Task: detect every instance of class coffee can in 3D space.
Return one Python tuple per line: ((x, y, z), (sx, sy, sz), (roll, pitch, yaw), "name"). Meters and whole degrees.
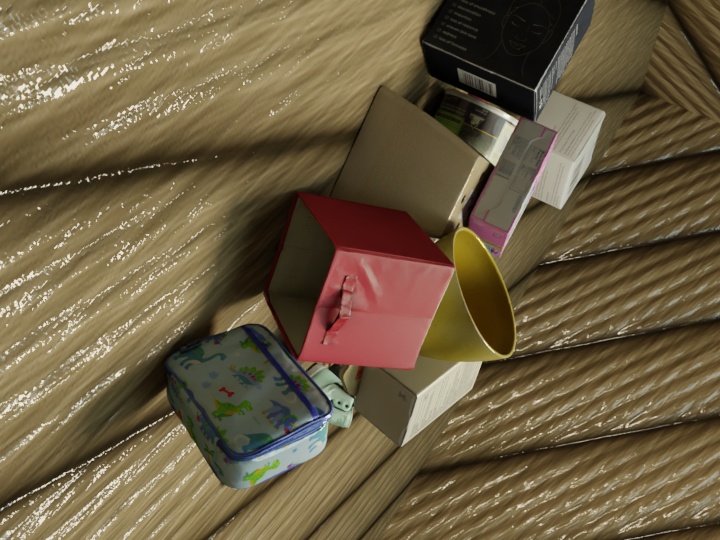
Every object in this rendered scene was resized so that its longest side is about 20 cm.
((0.174, -0.200, 1.547), (0.200, 0.146, 0.146), (-65, 162, 7), "coffee can")

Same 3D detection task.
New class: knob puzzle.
((0.027, 0.124, 1.413), (0.220, 0.030, 0.220), (-40, 150, -28), "knob puzzle")

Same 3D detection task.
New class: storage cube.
((-0.007, 0.016, 1.187), (0.179, 0.200, 0.171), (8, 115, -28), "storage cube")

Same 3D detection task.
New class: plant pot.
((0.123, 0.054, 1.293), (0.142, 0.200, 0.200), (-22, 179, 25), "plant pot")
((0.095, -0.144, 1.360), (0.200, 0.177, 0.200), (-66, 162, 7), "plant pot")

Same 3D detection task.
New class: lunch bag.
((-0.139, 0.159, 1.081), (0.161, 0.200, 0.083), (-18, 137, -31), "lunch bag")

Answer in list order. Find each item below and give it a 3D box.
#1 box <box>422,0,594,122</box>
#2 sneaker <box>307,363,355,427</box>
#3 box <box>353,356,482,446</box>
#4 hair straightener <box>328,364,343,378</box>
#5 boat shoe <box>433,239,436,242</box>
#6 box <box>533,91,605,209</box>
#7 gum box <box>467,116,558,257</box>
((0.234, -0.375, 1.374), (0.197, 0.200, 0.124), (-60, 164, -7), "box")
((-0.080, 0.250, 1.536), (0.200, 0.118, 0.074), (-41, 154, -46), "sneaker")
((0.100, 0.171, 1.433), (0.200, 0.109, 0.128), (-30, 145, -40), "box")
((-0.007, 0.170, 1.612), (0.200, 0.041, 0.077), (-33, -178, 40), "hair straightener")
((0.155, -0.133, 1.716), (0.063, 0.073, 0.200), (-12, 123, -63), "boat shoe")
((0.495, -0.312, 2.238), (0.200, 0.171, 0.199), (-54, 161, -26), "box")
((0.239, -0.135, 1.379), (0.200, 0.066, 0.114), (-61, 169, -15), "gum box")
